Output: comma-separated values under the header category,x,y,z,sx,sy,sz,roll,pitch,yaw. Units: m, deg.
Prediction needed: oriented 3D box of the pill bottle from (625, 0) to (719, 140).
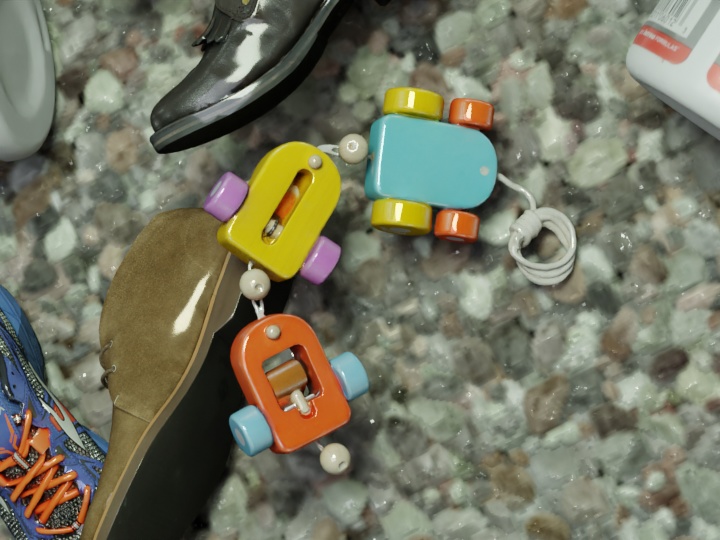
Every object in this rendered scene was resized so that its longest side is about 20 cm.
category,x,y,z,sx,sy,sz,roll,pitch,yaw
pill bottle,0.222,-0.148,1.254,0.116,0.116,0.201,34,94,16

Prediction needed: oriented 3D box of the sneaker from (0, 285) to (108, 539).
category,x,y,z,sx,sy,sz,roll,pitch,yaw
sneaker,-0.177,0.088,1.363,0.075,0.078,0.200,-41,75,9

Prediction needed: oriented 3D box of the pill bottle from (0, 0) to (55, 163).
category,x,y,z,sx,sy,sz,roll,pitch,yaw
pill bottle,-0.268,-0.099,1.390,0.198,0.111,0.112,-8,82,15

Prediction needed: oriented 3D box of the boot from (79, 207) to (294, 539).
category,x,y,z,sx,sy,sz,roll,pitch,yaw
boot,-0.102,0.060,1.343,0.075,0.074,0.201,15,71,23

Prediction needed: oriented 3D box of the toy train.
category,x,y,z,sx,sy,sz,roll,pitch,yaw
toy train,0.000,0.000,1.316,0.199,0.056,0.151,-32,95,-19

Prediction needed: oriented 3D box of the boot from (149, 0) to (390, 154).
category,x,y,z,sx,sy,sz,roll,pitch,yaw
boot,-0.070,-0.175,1.315,0.200,0.069,0.174,-42,88,-5
